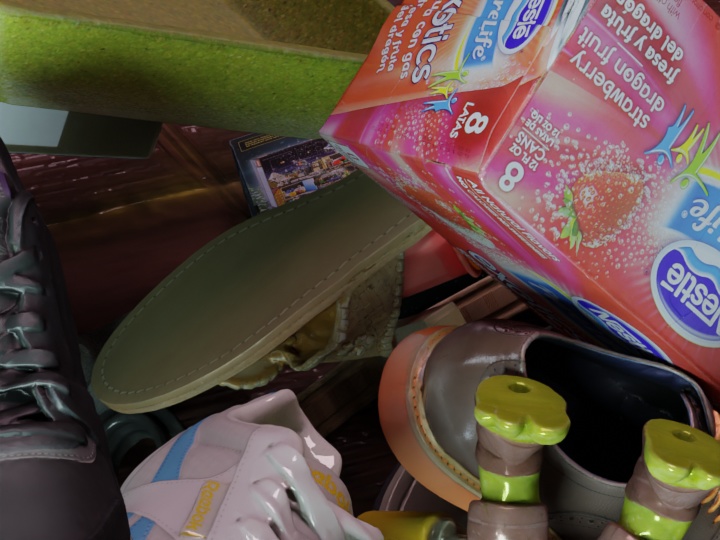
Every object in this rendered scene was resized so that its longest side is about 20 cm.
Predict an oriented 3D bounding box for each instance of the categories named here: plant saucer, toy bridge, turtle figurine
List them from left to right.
[{"bbox_3d":[-0.093,-0.107,0.808,0.199,0.048,0.200,4,29,-38],"label":"plant saucer"},{"bbox_3d":[0.024,0.032,0.888,0.199,0.027,0.067,-31,4,-24],"label":"toy bridge"},{"bbox_3d":[0.065,0.123,0.673,0.199,0.162,0.064,20,16,20],"label":"turtle figurine"}]

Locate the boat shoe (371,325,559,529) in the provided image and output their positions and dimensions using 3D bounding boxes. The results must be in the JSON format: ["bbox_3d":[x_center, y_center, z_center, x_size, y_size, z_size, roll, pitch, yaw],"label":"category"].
[{"bbox_3d":[0.063,0.069,0.854,0.200,0.073,0.063,-38,6,-41],"label":"boat shoe"}]

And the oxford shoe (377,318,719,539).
[{"bbox_3d":[0.101,0.075,0.741,0.199,0.073,0.072,26,63,-30],"label":"oxford shoe"}]

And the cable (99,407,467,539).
[{"bbox_3d":[-0.040,0.110,0.783,0.200,0.050,0.097,15,69,49],"label":"cable"}]

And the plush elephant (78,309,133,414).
[{"bbox_3d":[-0.181,-0.014,0.852,0.199,0.156,0.164,-25,40,-39],"label":"plush elephant"}]

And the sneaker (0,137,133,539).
[{"bbox_3d":[-0.108,0.023,0.585,0.075,0.088,0.200,-8,28,-15],"label":"sneaker"}]

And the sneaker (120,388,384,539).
[{"bbox_3d":[-0.037,0.088,0.613,0.081,0.077,0.200,-39,17,5],"label":"sneaker"}]

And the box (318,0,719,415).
[{"bbox_3d":[0.098,-0.024,0.747,0.096,0.200,0.100,-57,34,-8],"label":"box"}]

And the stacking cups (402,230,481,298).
[{"bbox_3d":[0.090,-0.044,0.862,0.199,0.061,0.061,-21,27,15],"label":"stacking cups"}]

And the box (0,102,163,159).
[{"bbox_3d":[-0.174,-0.102,0.829,0.121,0.033,0.200,0,29,-42],"label":"box"}]

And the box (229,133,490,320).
[{"bbox_3d":[0.051,-0.042,0.988,0.199,0.038,0.137,-18,33,-4],"label":"box"}]

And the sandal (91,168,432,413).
[{"bbox_3d":[0.001,0.003,0.822,0.211,0.070,0.078,-39,34,10],"label":"sandal"}]
